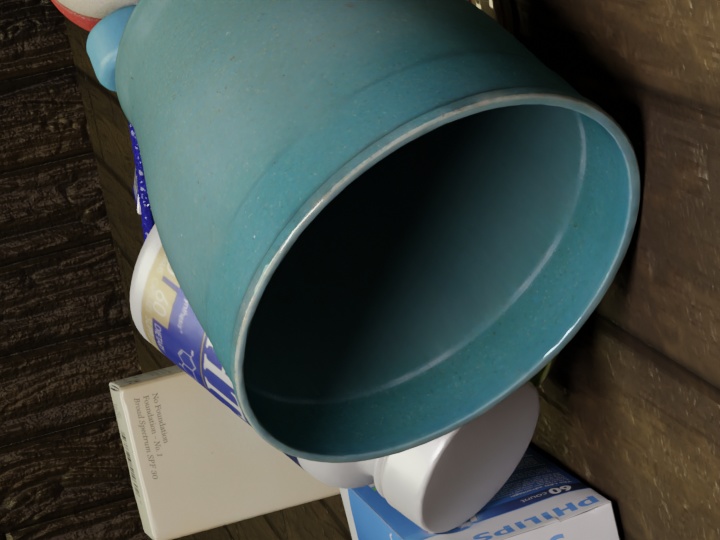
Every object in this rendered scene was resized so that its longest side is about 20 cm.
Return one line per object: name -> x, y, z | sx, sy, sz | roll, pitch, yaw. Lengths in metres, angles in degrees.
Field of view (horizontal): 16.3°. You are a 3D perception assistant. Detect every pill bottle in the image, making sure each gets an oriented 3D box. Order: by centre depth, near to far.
pill bottle -> -0.011, 0.039, 1.273 | 0.200, 0.119, 0.120 | 36, 148, 28

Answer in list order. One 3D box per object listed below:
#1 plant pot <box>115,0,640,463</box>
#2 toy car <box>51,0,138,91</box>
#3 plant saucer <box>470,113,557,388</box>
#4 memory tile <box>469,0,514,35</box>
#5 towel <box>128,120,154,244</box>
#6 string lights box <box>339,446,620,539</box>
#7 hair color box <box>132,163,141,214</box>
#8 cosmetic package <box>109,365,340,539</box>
plant pot -> -0.009, -0.052, 1.108 | 0.188, 0.199, 0.201 | 53, 157, 37
toy car -> -0.121, -0.199, 1.720 | 0.200, 0.176, 0.185 | 71, 177, -67
plant saucer -> 0.052, -0.036, 1.259 | 0.200, 0.031, 0.201 | 54, 160, 30
memory tile -> 0.050, -0.128, 1.286 | 0.154, 0.017, 0.201 | 100, 154, -65
towel -> -0.063, -0.094, 1.477 | 0.049, 0.200, 0.149 | 12, 123, 35
string lights box -> 0.062, 0.140, 1.326 | 0.200, 0.102, 0.059 | -148, 43, -75
hair color box -> -0.082, -0.135, 1.572 | 0.065, 0.108, 0.202 | -113, 27, -72
cosmetic package -> -0.051, 0.097, 1.599 | 0.073, 0.198, 0.104 | -178, 73, -79
